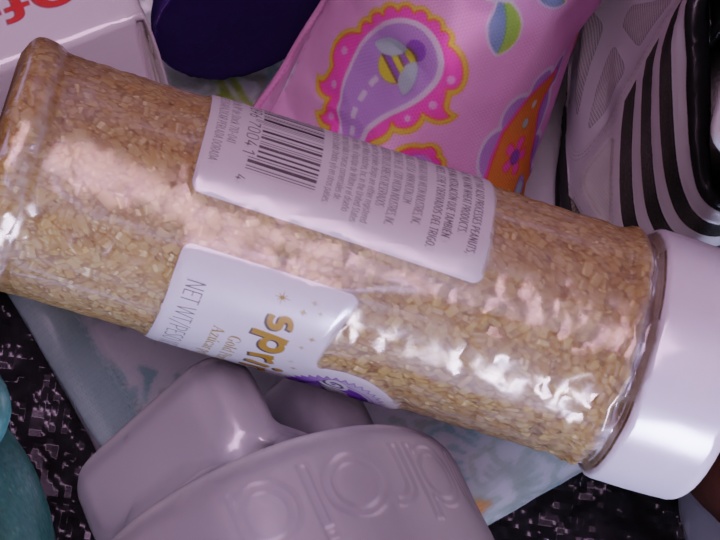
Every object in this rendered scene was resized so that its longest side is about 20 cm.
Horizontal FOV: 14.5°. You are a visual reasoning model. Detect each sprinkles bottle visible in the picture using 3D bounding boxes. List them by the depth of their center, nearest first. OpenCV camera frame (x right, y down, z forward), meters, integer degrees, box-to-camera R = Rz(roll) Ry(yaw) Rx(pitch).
[{"bbox_3d":[0.000,0.000,0.730,0.200,0.068,0.068,17,74,-8],"label":"sprinkles bottle"}]

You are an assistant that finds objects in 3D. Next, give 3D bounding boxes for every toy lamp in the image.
[{"bbox_3d":[-0.064,-0.148,0.862,0.058,0.058,0.200,-13,55,-8],"label":"toy lamp"}]

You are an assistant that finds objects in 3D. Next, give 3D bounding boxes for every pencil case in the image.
[{"bbox_3d":[0.037,-0.100,0.781,0.087,0.087,0.200,23,105,2],"label":"pencil case"}]

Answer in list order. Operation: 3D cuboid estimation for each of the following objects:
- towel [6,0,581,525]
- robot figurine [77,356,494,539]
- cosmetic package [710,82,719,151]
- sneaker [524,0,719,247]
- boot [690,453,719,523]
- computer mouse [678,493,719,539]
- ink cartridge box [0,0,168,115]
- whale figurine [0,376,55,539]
[{"bbox_3d":[-0.018,-0.006,0.855,0.171,0.048,0.200,-29,79,-11],"label":"towel"},{"bbox_3d":[-0.003,0.120,0.733,0.169,0.113,0.200,0,55,-47],"label":"robot figurine"},{"bbox_3d":[0.207,-0.086,0.734,0.165,0.165,0.200,5,72,28],"label":"cosmetic package"},{"bbox_3d":[0.101,-0.084,0.831,0.076,0.115,0.201,18,55,-23],"label":"sneaker"},{"bbox_3d":[0.102,0.158,0.789,0.188,0.068,0.200,47,111,21],"label":"boot"},{"bbox_3d":[0.181,0.043,0.818,0.200,0.044,0.110,-27,75,16],"label":"computer mouse"},{"bbox_3d":[-0.153,-0.092,0.818,0.146,0.084,0.200,-22,56,-9],"label":"ink cartridge box"},{"bbox_3d":[-0.117,0.100,0.752,0.104,0.200,0.159,19,94,-34],"label":"whale figurine"}]
